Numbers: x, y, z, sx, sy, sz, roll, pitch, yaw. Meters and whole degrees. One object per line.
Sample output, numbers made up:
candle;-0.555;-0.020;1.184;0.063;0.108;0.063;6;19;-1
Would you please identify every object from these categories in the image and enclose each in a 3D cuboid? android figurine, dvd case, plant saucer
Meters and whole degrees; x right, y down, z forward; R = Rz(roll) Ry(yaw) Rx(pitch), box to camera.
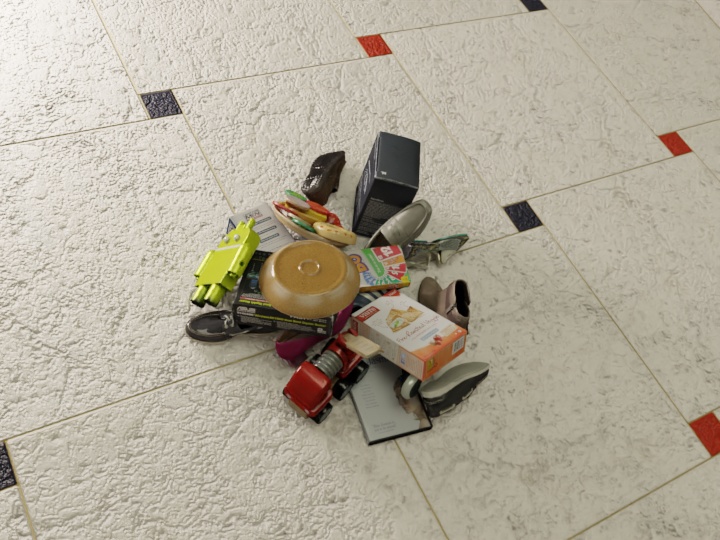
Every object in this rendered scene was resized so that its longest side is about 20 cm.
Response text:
android figurine;-0.269;-0.018;1.583;0.041;0.181;0.201;37;68;-27
dvd case;0.048;0.244;1.593;0.141;0.018;0.201;-9;58;-22
plant saucer;-0.098;0.005;1.524;0.198;0.036;0.201;2;47;-2

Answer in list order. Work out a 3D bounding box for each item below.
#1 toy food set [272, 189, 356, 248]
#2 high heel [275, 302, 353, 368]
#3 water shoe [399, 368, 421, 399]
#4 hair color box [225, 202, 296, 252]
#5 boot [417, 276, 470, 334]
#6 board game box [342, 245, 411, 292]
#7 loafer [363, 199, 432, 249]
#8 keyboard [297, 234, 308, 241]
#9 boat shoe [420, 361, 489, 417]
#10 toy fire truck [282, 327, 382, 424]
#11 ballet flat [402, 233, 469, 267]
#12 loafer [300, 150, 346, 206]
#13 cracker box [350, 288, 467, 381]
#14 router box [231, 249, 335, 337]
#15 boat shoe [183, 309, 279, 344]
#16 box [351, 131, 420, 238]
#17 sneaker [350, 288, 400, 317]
toy food set;-0.103;-0.110;1.719;0.197;0.049;0.200;24;15;-12
high heel;-0.091;0.100;1.567;0.200;0.096;0.067;-43;57;-13
water shoe;0.099;0.185;1.605;0.078;0.072;0.200;20;34;10
hair color box;-0.193;-0.043;1.694;0.099;0.061;0.201;-25;67;-32
boot;0.186;0.064;1.683;0.070;0.147;0.201;0;56;-20
board game box;0.000;0.000;1.663;0.198;0.030;0.096;-7;58;-12
loafer;0.077;-0.078;1.721;0.070;0.200;0.070;50;28;11
keyboard;-0.103;-0.054;1.690;0.056;0.011;0.200;-2;18;-7
boat shoe;0.200;0.240;1.617;0.199;0.073;0.061;-21;104;-47
toy fire truck;-0.046;0.182;1.477;0.128;0.201;0.176;37;60;16
ballet flat;0.162;-0.043;1.815;0.198;0.072;0.073;-6;57;-21
loafer;-0.083;-0.216;1.861;0.072;0.071;0.201;-4;35;29
cracker box;0.095;0.125;1.580;0.199;0.058;0.133;29;42;34
router box;-0.139;0.043;1.552;0.198;0.062;0.151;8;46;3
boat shoe;-0.251;0.098;1.573;0.198;0.063;0.073;-4;57;-20
box;0.057;-0.187;1.789;0.103;0.201;0.149;13;53;-10
sneaker;0.025;0.068;1.683;0.198;0.075;0.085;-18;68;-21
